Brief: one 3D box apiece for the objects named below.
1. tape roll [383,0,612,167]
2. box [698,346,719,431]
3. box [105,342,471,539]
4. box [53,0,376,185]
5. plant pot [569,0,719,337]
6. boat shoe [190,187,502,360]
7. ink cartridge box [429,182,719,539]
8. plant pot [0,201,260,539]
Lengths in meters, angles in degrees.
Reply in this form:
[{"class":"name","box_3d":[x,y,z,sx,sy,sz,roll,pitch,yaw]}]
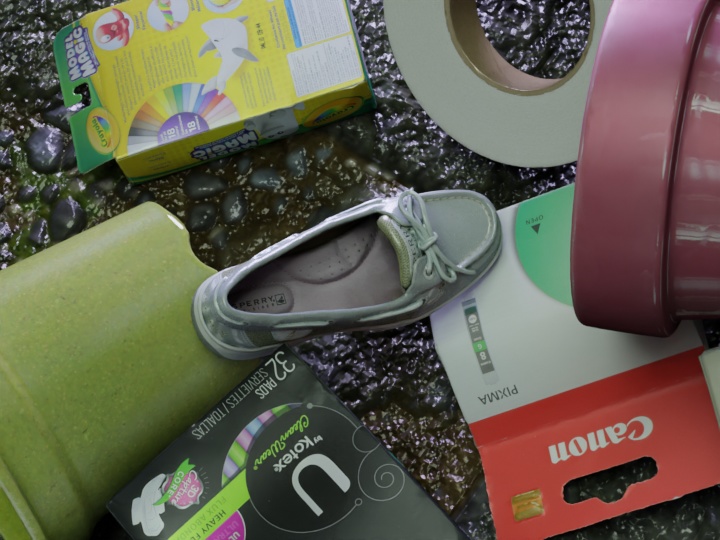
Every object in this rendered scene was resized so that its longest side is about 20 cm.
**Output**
[{"class":"tape roll","box_3d":[0.105,-0.165,1.671,0.202,0.037,0.204,11,111,31]},{"class":"box","box_3d":[0.258,0.133,1.519,0.082,0.068,0.201,-16,81,16]},{"class":"box","box_3d":[-0.021,0.174,1.574,0.148,0.124,0.200,-42,65,-5]},{"class":"box","box_3d":[-0.099,-0.133,1.772,0.199,0.048,0.118,-16,64,4]},{"class":"plant pot","box_3d":[0.222,-0.054,1.490,0.178,0.200,0.201,9,69,15]},{"class":"boat shoe","box_3d":[-0.001,-0.001,1.591,0.201,0.065,0.075,-16,82,-20]},{"class":"ink cartridge box","box_3d":[0.127,0.050,1.619,0.160,0.050,0.201,-20,61,19]},{"class":"plant pot","box_3d":[-0.167,0.060,1.639,0.184,0.201,0.201,-33,63,-15]}]
